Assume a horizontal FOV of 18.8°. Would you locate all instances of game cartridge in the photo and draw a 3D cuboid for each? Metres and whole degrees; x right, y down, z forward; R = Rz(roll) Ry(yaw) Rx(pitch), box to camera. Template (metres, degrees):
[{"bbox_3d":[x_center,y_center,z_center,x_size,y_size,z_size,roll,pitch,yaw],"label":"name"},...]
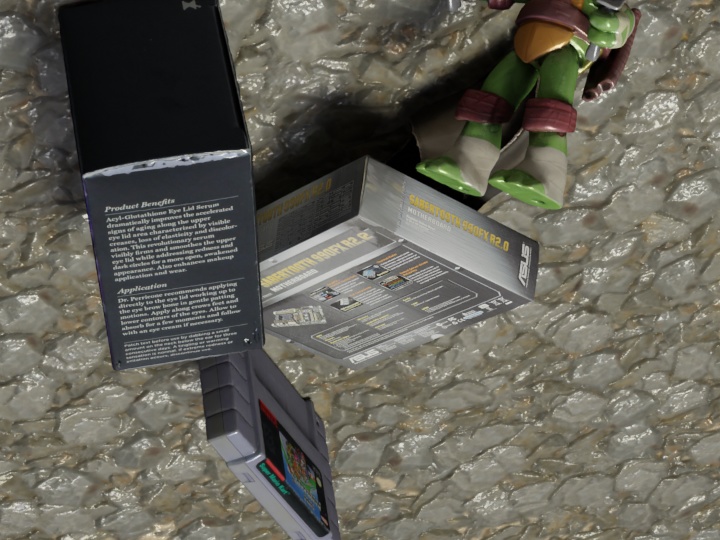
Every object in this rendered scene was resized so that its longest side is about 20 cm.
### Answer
[{"bbox_3d":[-0.067,0.123,1.634,0.038,0.130,0.200,-23,141,10],"label":"game cartridge"}]

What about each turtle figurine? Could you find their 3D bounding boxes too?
[{"bbox_3d":[0.094,-0.148,1.329,0.144,0.194,0.200,17,173,11],"label":"turtle figurine"}]

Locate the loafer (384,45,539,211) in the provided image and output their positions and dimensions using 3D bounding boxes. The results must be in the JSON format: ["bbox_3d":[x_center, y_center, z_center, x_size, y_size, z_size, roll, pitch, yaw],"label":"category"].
[{"bbox_3d":[0.069,-0.085,1.470,0.071,0.073,0.200,15,133,-34],"label":"loafer"}]

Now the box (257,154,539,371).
[{"bbox_3d":[0.000,0.000,1.509,0.158,0.048,0.200,25,148,-31],"label":"box"}]

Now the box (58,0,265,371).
[{"bbox_3d":[-0.125,-0.056,1.387,0.104,0.148,0.200,-9,140,-6],"label":"box"}]
